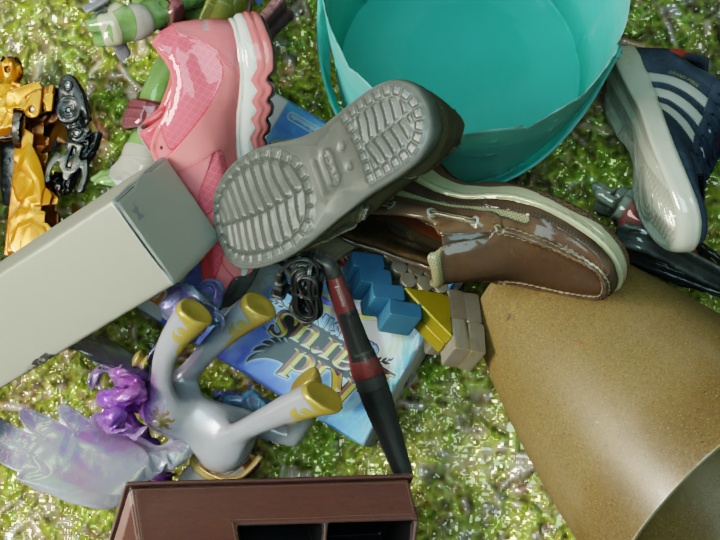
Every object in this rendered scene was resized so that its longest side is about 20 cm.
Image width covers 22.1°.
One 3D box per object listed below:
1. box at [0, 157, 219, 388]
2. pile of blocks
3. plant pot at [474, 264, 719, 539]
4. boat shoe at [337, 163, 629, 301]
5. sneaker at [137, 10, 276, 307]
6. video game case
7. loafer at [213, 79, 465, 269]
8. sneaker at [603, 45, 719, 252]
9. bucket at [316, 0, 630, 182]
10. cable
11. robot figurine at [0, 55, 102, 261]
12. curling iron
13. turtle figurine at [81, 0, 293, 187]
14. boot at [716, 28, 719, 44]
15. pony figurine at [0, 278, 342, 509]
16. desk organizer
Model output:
[{"bbox_3d":[-0.195,0.009,1.213,0.199,0.082,0.069,-28,102,31],"label":"box"},{"bbox_3d":[0.000,0.000,1.232,0.082,0.062,0.200,-30,73,-36],"label":"pile of blocks"},{"bbox_3d":[0.171,0.076,1.205,0.186,0.186,0.200,-42,63,2],"label":"plant pot"},{"bbox_3d":[0.068,-0.014,1.164,0.201,0.075,0.075,20,57,28],"label":"boat shoe"},{"bbox_3d":[-0.107,-0.074,1.225,0.086,0.074,0.202,-1,108,-13],"label":"sneaker"},{"bbox_3d":[-0.033,-0.004,1.295,0.199,0.045,0.182,30,90,10],"label":"video game case"},{"bbox_3d":[-0.012,-0.054,1.141,0.199,0.069,0.076,-24,75,39],"label":"loafer"},{"bbox_3d":[0.218,-0.088,1.211,0.084,0.075,0.201,-3,41,-3],"label":"sneaker"},{"bbox_3d":[0.070,-0.158,1.231,0.205,0.135,0.209,0,72,0],"label":"bucket"},{"bbox_3d":[0.241,-0.006,1.231,0.199,0.097,0.051,22,91,8],"label":"cable"},{"bbox_3d":[-0.258,-0.053,1.325,0.144,0.058,0.202,5,86,8],"label":"robot figurine"},{"bbox_3d":[-0.004,0.064,1.222,0.049,0.201,0.026,-4,39,33],"label":"curling iron"},{"bbox_3d":[-0.160,-0.158,1.279,0.199,0.144,0.195,10,97,-26],"label":"turtle figurine"},{"bbox_3d":[0.344,-0.101,1.224,0.181,0.072,0.201,-26,65,18],"label":"boot"},{"bbox_3d":[-0.126,0.096,1.235,0.192,0.167,0.200,33,126,-6],"label":"pony figurine"},{"bbox_3d":[-0.059,0.188,1.210,0.199,0.072,0.077,1,49,-20],"label":"desk organizer"}]
